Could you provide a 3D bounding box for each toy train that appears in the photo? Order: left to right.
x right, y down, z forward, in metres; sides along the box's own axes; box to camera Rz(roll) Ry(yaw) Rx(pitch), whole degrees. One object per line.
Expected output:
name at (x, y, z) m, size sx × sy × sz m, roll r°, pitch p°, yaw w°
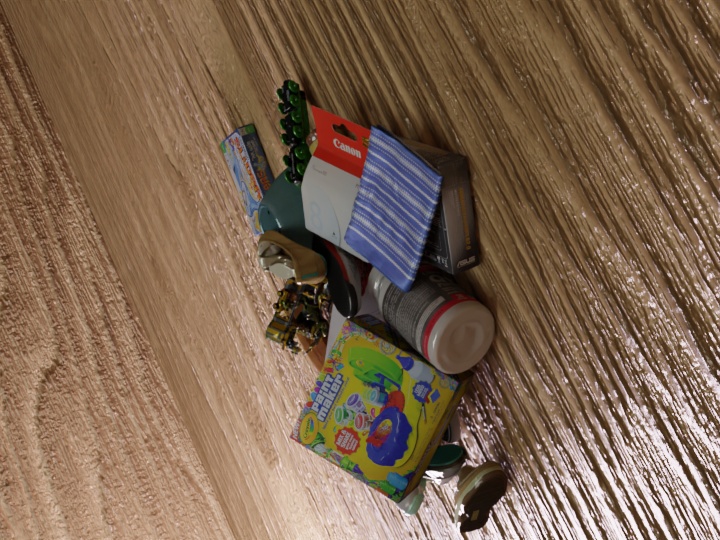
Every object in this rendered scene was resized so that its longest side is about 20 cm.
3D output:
toy train at (-0.101, -0.222, 1.745) m, size 0.042 × 0.056 × 0.202 m, roll -26°, pitch 58°, yaw 34°

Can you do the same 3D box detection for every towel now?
towel at (0.042, -0.083, 1.478) m, size 0.145 × 0.024 × 0.201 m, roll 43°, pitch 135°, yaw 33°

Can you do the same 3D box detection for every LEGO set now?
LEGO set at (-0.063, 0.073, 1.790) m, size 0.115 × 0.155 × 0.200 m, roll 23°, pitch -179°, yaw 15°

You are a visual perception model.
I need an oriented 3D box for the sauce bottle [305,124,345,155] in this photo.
sauce bottle at (-0.019, -0.136, 1.688) m, size 0.201 × 0.066 × 0.066 m, roll 64°, pitch 156°, yaw 16°

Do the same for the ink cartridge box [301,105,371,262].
ink cartridge box at (-0.031, -0.130, 1.602) m, size 0.160 × 0.047 × 0.202 m, roll 30°, pitch 138°, yaw 45°

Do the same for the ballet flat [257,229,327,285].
ballet flat at (-0.127, -0.020, 1.696) m, size 0.199 × 0.063 × 0.069 m, roll 18°, pitch 123°, yaw 55°

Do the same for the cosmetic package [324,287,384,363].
cosmetic package at (0.010, 0.109, 1.767) m, size 0.081 × 0.112 × 0.201 m, roll 48°, pitch 151°, yaw 26°

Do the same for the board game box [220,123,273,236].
board game box at (-0.210, -0.176, 2.104) m, size 0.135 × 0.034 × 0.202 m, roll -19°, pitch 92°, yaw 67°

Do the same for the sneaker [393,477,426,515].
sneaker at (0.018, 0.298, 1.685) m, size 0.078 × 0.139 × 0.201 m, roll -61°, pitch 29°, yaw 28°

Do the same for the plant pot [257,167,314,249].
plant pot at (-0.094, -0.090, 1.804) m, size 0.200 × 0.134 × 0.201 m, roll 47°, pitch 149°, yaw 40°

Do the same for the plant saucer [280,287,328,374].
plant saucer at (-0.085, 0.115, 1.984) m, size 0.201 × 0.037 × 0.200 m, roll 60°, pitch -174°, yaw -10°

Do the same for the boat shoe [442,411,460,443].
boat shoe at (0.093, 0.191, 1.710) m, size 0.201 × 0.067 × 0.072 m, roll 66°, pitch 157°, yaw 0°

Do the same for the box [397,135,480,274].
box at (0.087, -0.098, 1.515) m, size 0.200 × 0.048 × 0.160 m, roll 28°, pitch 132°, yaw 57°

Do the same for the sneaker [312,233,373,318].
sneaker at (0.000, -0.001, 1.662) m, size 0.202 × 0.107 × 0.068 m, roll -118°, pitch 34°, yaw -52°

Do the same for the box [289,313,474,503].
box at (0.033, 0.199, 1.585) m, size 0.191 × 0.122 × 0.201 m, roll 28°, pitch 99°, yaw 15°

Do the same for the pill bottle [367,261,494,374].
pill bottle at (0.095, 0.054, 1.546) m, size 0.200 × 0.110 × 0.112 m, roll 40°, pitch 144°, yaw 47°

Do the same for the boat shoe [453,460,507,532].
boat shoe at (0.174, 0.338, 1.672) m, size 0.201 × 0.071 × 0.077 m, roll 106°, pitch 153°, yaw -52°

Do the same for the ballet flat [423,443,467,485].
ballet flat at (0.120, 0.314, 1.722) m, size 0.199 × 0.067 × 0.064 m, roll -7°, pitch 114°, yaw 61°
